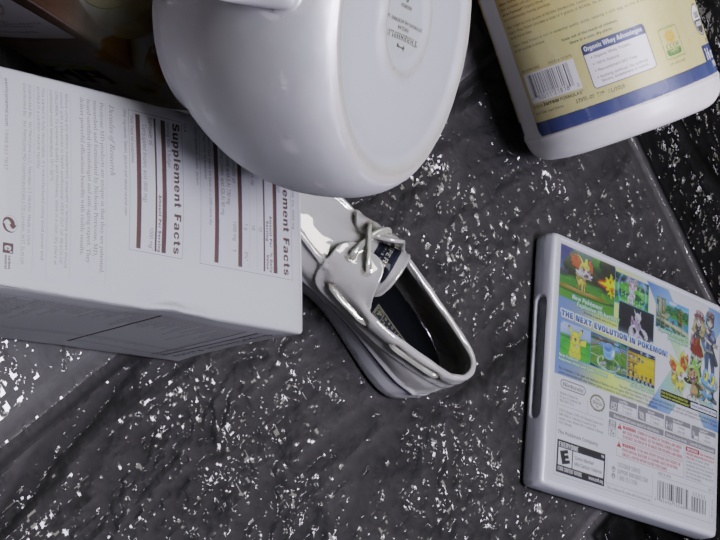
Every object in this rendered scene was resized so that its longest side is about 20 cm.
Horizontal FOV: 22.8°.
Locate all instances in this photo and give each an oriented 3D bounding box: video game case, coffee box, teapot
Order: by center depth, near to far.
[{"bbox_3d":[-0.041,-0.133,0.900,0.200,0.146,0.198,75,34,-44],"label":"teapot"},{"bbox_3d":[-0.156,-0.175,0.928,0.200,0.079,0.115,29,74,-53],"label":"coffee box"},{"bbox_3d":[0.195,0.087,1.299,0.200,0.022,0.183,21,66,-39],"label":"video game case"}]

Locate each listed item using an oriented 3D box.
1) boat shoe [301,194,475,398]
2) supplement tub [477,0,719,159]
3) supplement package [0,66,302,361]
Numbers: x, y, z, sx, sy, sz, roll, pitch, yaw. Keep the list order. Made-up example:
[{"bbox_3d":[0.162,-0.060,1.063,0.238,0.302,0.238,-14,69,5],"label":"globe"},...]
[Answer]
[{"bbox_3d":[0.000,0.000,1.097,0.200,0.066,0.072,56,48,-19],"label":"boat shoe"},{"bbox_3d":[0.156,-0.191,1.242,0.144,0.144,0.201,-25,98,-45],"label":"supplement tub"},{"bbox_3d":[-0.139,-0.023,0.933,0.200,0.114,0.110,11,72,-44],"label":"supplement package"}]
